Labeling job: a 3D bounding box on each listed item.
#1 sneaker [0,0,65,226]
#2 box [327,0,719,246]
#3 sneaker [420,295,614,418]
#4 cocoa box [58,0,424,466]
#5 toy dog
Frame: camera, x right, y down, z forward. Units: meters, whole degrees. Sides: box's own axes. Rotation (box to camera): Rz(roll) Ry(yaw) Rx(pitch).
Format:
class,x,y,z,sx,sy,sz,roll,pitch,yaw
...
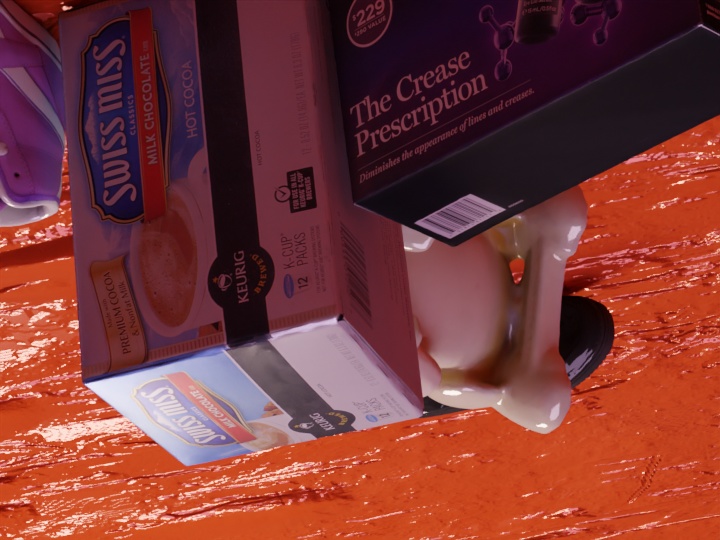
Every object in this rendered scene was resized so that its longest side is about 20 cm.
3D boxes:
class,x,y,z,sx,sy,sz,roll,pitch,yaw
sneaker,-0.195,-0.084,1.246,0.072,0.115,0.200,-18,152,25
box,0.084,-0.118,1.217,0.199,0.142,0.079,-27,146,35
sneaker,0.049,0.053,1.659,0.199,0.060,0.104,-18,158,28
cocoa box,-0.058,-0.028,1.296,0.130,0.201,0.133,-13,155,14
toy dog,0.000,0.000,1.483,0.199,0.140,0.194,6,-172,-30
